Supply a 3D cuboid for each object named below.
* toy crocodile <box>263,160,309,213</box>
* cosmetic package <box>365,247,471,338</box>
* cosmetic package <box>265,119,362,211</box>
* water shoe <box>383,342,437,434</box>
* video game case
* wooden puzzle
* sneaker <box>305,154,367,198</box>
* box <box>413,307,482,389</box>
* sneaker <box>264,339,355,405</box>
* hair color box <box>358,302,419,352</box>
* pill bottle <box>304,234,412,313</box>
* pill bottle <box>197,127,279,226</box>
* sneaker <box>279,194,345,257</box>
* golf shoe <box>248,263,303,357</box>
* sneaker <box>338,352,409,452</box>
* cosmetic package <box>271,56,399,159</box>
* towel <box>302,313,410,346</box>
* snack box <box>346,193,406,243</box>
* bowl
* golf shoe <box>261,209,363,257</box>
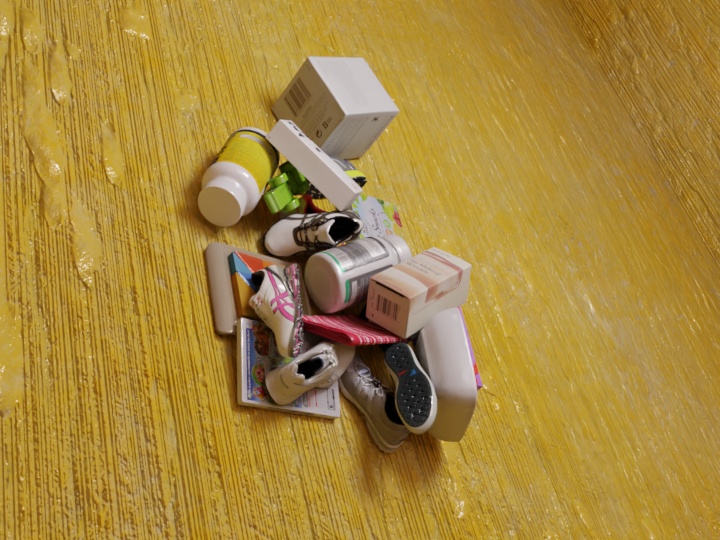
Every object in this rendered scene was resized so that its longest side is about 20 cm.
[{"bbox_3d":[-0.147,-0.160,1.505,0.068,0.061,0.201,61,23,-21],"label":"toy crocodile"},{"bbox_3d":[0.111,0.037,1.461,0.102,0.089,0.198,25,32,32],"label":"cosmetic package"},{"bbox_3d":[-0.086,-0.203,1.487,0.200,0.051,0.083,44,15,0],"label":"cosmetic package"},{"bbox_3d":[0.096,0.209,1.338,0.202,0.070,0.080,-106,169,-52],"label":"water shoe"},{"bbox_3d":[-0.120,0.167,1.315,0.197,0.018,0.146,17,56,-37],"label":"video game case"},{"bbox_3d":[-0.173,0.041,1.384,0.197,0.037,0.188,12,49,-37],"label":"wooden puzzle"},{"bbox_3d":[-0.074,-0.208,1.691,0.198,0.074,0.081,-3,49,-52],"label":"sneaker"},{"bbox_3d":[0.171,0.152,1.621,0.135,0.039,0.203,16,46,-32],"label":"box"},{"bbox_3d":[-0.067,0.159,1.294,0.199,0.087,0.075,-28,85,-49],"label":"sneaker"},{"bbox_3d":[0.098,0.077,1.556,0.198,0.061,0.100,-28,69,-40],"label":"hair color box"},{"bbox_3d":[0.000,0.000,1.483,0.198,0.113,0.114,-18,69,-39],"label":"pill bottle"},{"bbox_3d":[-0.230,-0.174,1.460,0.112,0.112,0.202,36,38,-13],"label":"pill bottle"},{"bbox_3d":[-0.068,-0.068,1.543,0.199,0.090,0.079,42,35,-9],"label":"sneaker"},{"bbox_3d":[-0.140,0.071,1.302,0.090,0.074,0.202,-4,40,-7],"label":"golf shoe"},{"bbox_3d":[0.029,0.217,1.386,0.074,0.082,0.202,-21,73,-51],"label":"sneaker"},{"bbox_3d":[-0.055,-0.362,1.756,0.198,0.167,0.168,-18,68,-49],"label":"cosmetic package"},{"bbox_3d":[-0.015,0.104,1.395,0.142,0.023,0.198,17,7,33],"label":"towel"},{"bbox_3d":[0.033,-0.066,1.671,0.140,0.053,0.203,12,49,-35],"label":"snack box"},{"bbox_3d":[0.143,0.191,1.404,0.073,0.202,0.203,-2,54,-10],"label":"bowl"},{"bbox_3d":[-0.090,-0.074,1.459,0.094,0.196,0.079,-151,-135,-81],"label":"golf shoe"}]
